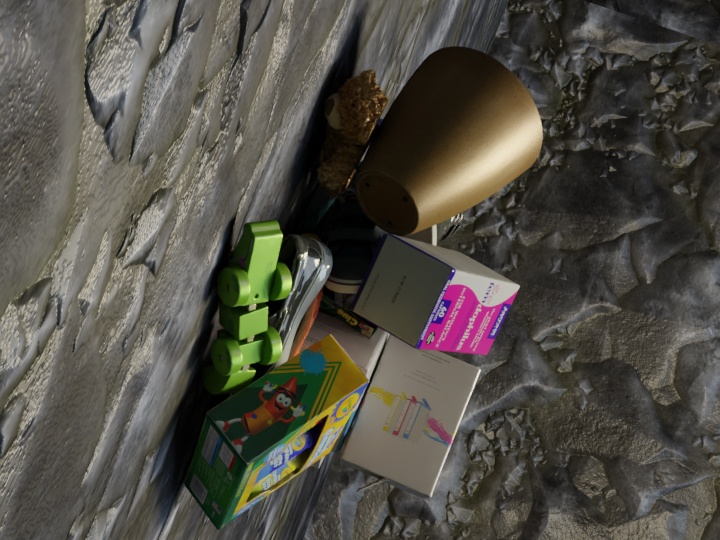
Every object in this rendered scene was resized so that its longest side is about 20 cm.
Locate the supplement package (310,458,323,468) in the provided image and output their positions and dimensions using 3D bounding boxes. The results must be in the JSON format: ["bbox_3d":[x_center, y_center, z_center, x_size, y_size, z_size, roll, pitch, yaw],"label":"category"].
[{"bbox_3d":[-0.072,0.162,1.704,0.200,0.116,0.118,-60,168,-59],"label":"supplement package"}]

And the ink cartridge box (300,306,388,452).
[{"bbox_3d":[-0.047,0.098,1.555,0.200,0.145,0.147,-62,172,-56],"label":"ink cartridge box"}]

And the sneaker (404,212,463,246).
[{"bbox_3d":[0.091,-0.041,1.566,0.099,0.070,0.201,32,60,-50],"label":"sneaker"}]

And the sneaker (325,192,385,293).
[{"bbox_3d":[-0.005,-0.045,1.464,0.200,0.078,0.080,-74,167,-62],"label":"sneaker"}]

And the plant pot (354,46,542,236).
[{"bbox_3d":[0.088,-0.135,1.434,0.200,0.186,0.187,-46,161,-34],"label":"plant pot"}]

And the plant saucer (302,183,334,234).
[{"bbox_3d":[-0.033,-0.127,1.608,0.070,0.019,0.201,102,9,-53],"label":"plant saucer"}]

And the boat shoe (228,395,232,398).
[{"bbox_3d":[-0.142,0.213,1.493,0.201,0.071,0.076,103,-2,-48],"label":"boat shoe"}]

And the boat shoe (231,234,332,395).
[{"bbox_3d":[-0.106,0.050,1.333,0.064,0.071,0.201,18,101,-52],"label":"boat shoe"}]

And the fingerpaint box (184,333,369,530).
[{"bbox_3d":[-0.094,0.179,1.304,0.166,0.073,0.200,-31,162,-30],"label":"fingerpaint box"}]

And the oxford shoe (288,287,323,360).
[{"bbox_3d":[-0.091,0.058,1.390,0.071,0.072,0.201,-62,170,-80],"label":"oxford shoe"}]

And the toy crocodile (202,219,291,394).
[{"bbox_3d":[-0.116,0.040,1.194,0.067,0.062,0.201,-14,126,-39],"label":"toy crocodile"}]

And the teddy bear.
[{"bbox_3d":[-0.020,-0.163,1.446,0.200,0.066,0.146,124,-9,-85],"label":"teddy bear"}]

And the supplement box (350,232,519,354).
[{"bbox_3d":[0.093,0.031,1.432,0.200,0.103,0.102,10,107,-60],"label":"supplement box"}]

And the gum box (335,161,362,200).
[{"bbox_3d":[0.022,-0.036,1.720,0.200,0.044,0.171,33,73,-43],"label":"gum box"}]

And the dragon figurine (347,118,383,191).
[{"bbox_3d":[0.046,-0.115,1.618,0.099,0.200,0.059,-19,-150,39],"label":"dragon figurine"}]

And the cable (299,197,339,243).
[{"bbox_3d":[-0.054,-0.023,1.502,0.200,0.050,0.098,-39,148,-60],"label":"cable"}]

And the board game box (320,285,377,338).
[{"bbox_3d":[0.000,0.000,1.545,0.024,0.104,0.200,-56,-177,35],"label":"board game box"}]

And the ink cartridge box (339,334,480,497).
[{"bbox_3d":[0.057,0.202,1.557,0.129,0.125,0.201,95,17,-79],"label":"ink cartridge box"}]
